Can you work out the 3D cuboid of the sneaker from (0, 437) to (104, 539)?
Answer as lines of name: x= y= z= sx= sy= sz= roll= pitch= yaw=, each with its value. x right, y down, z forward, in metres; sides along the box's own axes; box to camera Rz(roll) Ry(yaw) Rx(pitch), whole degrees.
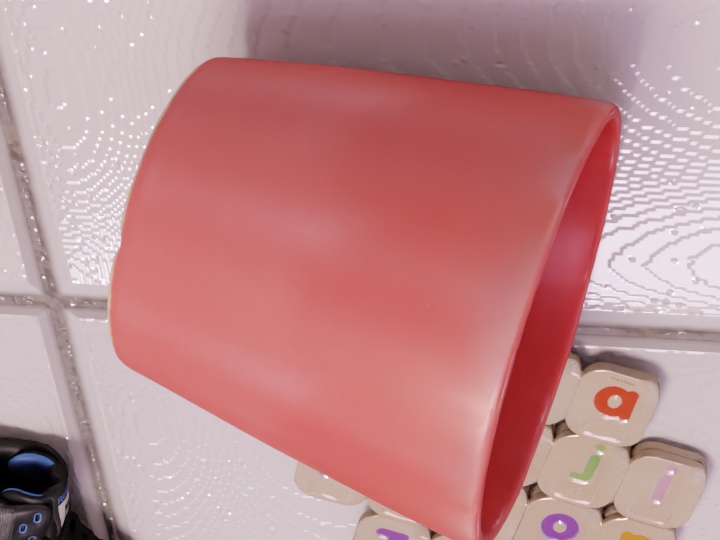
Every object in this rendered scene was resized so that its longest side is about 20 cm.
sneaker: x=-0.157 y=0.158 z=1.185 sx=0.199 sy=0.073 sz=0.112 roll=25 pitch=134 yaw=-7

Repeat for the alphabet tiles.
alphabet tiles: x=0.070 y=0.104 z=1.120 sx=0.199 sy=0.015 sz=0.196 roll=16 pitch=133 yaw=0

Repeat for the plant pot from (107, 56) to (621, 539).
plant pot: x=0.000 y=0.000 z=0.937 sx=0.177 sy=0.201 sz=0.201 roll=16 pitch=134 yaw=12
